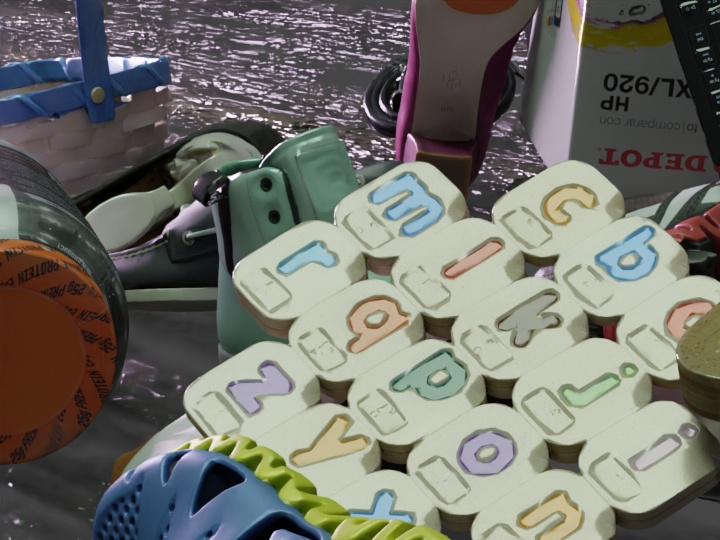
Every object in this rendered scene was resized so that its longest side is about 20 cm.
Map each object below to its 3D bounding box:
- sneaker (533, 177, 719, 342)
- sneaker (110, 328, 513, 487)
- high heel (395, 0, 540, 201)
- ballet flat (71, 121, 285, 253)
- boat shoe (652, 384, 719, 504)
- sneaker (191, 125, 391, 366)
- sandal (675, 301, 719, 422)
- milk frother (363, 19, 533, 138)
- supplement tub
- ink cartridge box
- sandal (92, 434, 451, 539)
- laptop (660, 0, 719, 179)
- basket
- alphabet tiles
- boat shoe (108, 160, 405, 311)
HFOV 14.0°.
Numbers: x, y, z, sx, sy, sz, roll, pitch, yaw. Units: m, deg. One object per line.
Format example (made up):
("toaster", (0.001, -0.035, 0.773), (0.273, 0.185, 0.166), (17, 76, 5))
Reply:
("sneaker", (0.151, -0.008, 1.307), (0.098, 0.071, 0.200), (8, 26, 41))
("sneaker", (-0.009, 0.059, 1.176), (0.199, 0.073, 0.085), (-17, 20, -18))
("high heel", (0.058, -0.130, 1.562), (0.067, 0.201, 0.096), (5, 23, -2))
("ballet flat", (-0.099, -0.030, 1.537), (0.200, 0.068, 0.068), (-31, 0, -34))
("boat shoe", (0.168, 0.067, 1.103), (0.199, 0.057, 0.067), (1, 55, 44))
("sneaker", (-0.001, 0.000, 1.290), (0.074, 0.119, 0.200), (-22, 21, -39))
("sandal", (0.187, -0.027, 1.097), (0.077, 0.070, 0.212), (13, 39, 38))
("milk frother", (0.095, -0.175, 1.694), (0.199, 0.189, 0.181), (-13, 16, -10))
("supplement tub", (-0.174, 0.014, 1.342), (0.122, 0.123, 0.200), (-13, 16, -11))
("ink cartridge box", (0.172, -0.146, 1.482), (0.146, 0.201, 0.145), (4, 17, -6))
("sandal", (-0.042, 0.113, 1.020), (0.087, 0.080, 0.200), (-25, 20, -30))
("laptop", (0.224, -0.107, 1.247), (0.176, 0.201, 0.103), (-17, -16, 4))
("basket", (-0.189, -0.105, 1.604), (0.139, 0.201, 0.176), (-21, 19, -34))
("alphabet tiles", (0.041, 0.038, 1.115), (0.195, 0.015, 0.200), (-32, 52, -17))
("boat shoe", (-0.055, -0.015, 1.427), (0.199, 0.063, 0.073), (-6, -6, 30))
